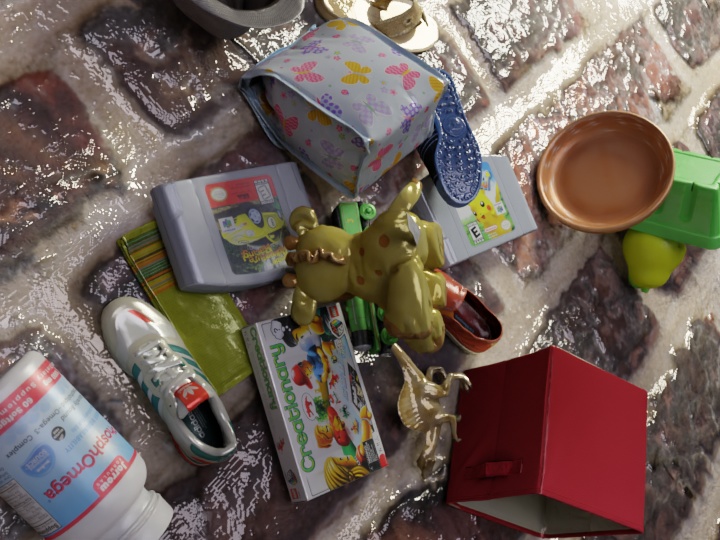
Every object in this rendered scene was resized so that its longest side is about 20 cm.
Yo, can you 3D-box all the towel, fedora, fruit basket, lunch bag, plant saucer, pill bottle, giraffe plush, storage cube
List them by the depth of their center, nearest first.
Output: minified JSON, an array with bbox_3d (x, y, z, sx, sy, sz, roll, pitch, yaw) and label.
[{"bbox_3d":[-0.267,0.178,0.794,0.200,0.109,0.109,49,54,-12],"label":"pill bottle"},{"bbox_3d":[-0.179,0.034,0.958,0.086,0.018,0.201,-33,96,-36],"label":"towel"},{"bbox_3d":[0.000,0.000,0.981,0.200,0.161,0.173,64,27,-51],"label":"giraffe plush"},{"bbox_3d":[-0.168,-0.348,1.042,0.177,0.090,0.200,-31,88,-39],"label":"fedora"},{"bbox_3d":[-0.024,-0.210,1.076,0.200,0.127,0.170,38,55,14],"label":"lunch bag"},{"bbox_3d":[0.233,0.220,1.093,0.199,0.171,0.181,24,61,-26],"label":"storage cube"},{"bbox_3d":[0.363,-0.142,1.304,0.037,0.199,0.201,45,47,-56],"label":"plant saucer"},{"bbox_3d":[0.471,-0.076,1.366,0.155,0.215,0.216,-42,101,-38],"label":"fruit basket"}]

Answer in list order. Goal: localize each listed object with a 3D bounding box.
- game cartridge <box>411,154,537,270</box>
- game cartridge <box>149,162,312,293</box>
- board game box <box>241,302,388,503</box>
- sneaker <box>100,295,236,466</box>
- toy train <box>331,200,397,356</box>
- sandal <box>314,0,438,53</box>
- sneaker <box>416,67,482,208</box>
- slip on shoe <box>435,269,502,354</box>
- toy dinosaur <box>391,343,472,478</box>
[{"bbox_3d":[0.155,-0.090,1.221,0.200,0.040,0.134,-22,85,-38],"label":"game cartridge"},{"bbox_3d":[-0.130,-0.047,0.998,0.200,0.041,0.134,-17,90,-42],"label":"game cartridge"},{"bbox_3d":[-0.050,0.145,0.995,0.126,0.035,0.201,-13,83,-43],"label":"board game box"},{"bbox_3d":[-0.184,0.108,0.879,0.070,0.093,0.200,-34,97,-28],"label":"sneaker"},{"bbox_3d":[0.002,0.008,1.072,0.056,0.042,0.201,-2,72,-21],"label":"toy train"},{"bbox_3d":[0.044,-0.357,1.206,0.211,0.070,0.078,5,73,-34],"label":"sandal"},{"bbox_3d":[0.108,-0.166,1.171,0.070,0.078,0.201,-3,69,-17],"label":"sneaker"},{"bbox_3d":[0.107,0.034,1.132,0.200,0.061,0.074,41,58,-16],"label":"slip on shoe"},{"bbox_3d":[0.080,0.149,1.078,0.101,0.058,0.201,-15,84,-36],"label":"toy dinosaur"}]
